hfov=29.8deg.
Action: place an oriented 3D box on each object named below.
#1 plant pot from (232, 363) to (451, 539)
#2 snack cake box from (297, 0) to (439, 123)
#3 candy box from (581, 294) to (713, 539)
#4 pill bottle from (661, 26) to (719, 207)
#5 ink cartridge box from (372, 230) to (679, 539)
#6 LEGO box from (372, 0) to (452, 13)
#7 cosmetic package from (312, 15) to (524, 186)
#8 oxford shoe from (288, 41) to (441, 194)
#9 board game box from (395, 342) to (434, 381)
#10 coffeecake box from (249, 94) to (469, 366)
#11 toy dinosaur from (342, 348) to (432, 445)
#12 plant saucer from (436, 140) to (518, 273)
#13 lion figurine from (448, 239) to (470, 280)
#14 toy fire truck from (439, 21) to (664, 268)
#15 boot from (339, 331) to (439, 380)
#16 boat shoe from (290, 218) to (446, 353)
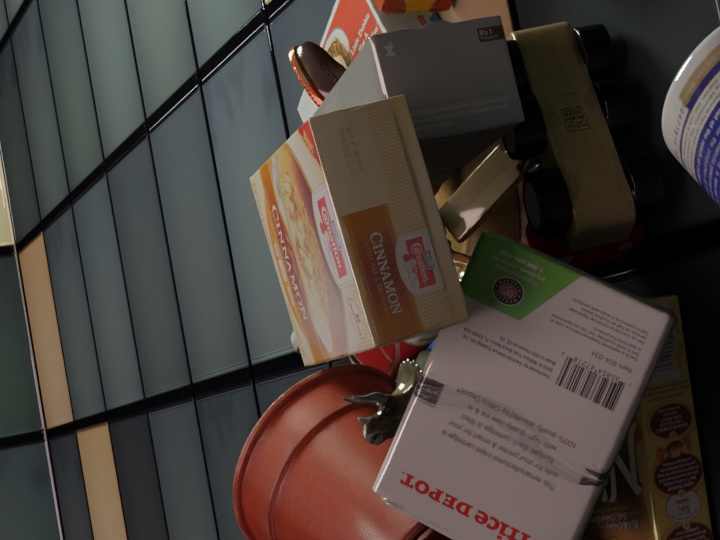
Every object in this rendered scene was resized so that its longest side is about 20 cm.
[{"bbox_3d":[0.020,0.216,1.191,0.195,0.199,0.204,34,127,48],"label":"plant pot"},{"bbox_3d":[0.009,-0.187,1.324,0.116,0.066,0.201,67,150,30],"label":"snack cake box"},{"bbox_3d":[0.203,0.124,1.036,0.115,0.055,0.203,171,92,-66],"label":"candy box"},{"bbox_3d":[0.274,-0.051,0.777,0.201,0.118,0.121,59,145,39],"label":"pill bottle"},{"bbox_3d":[0.117,0.094,0.952,0.144,0.084,0.202,25,96,14],"label":"ink cartridge box"},{"bbox_3d":[0.046,-0.354,1.194,0.150,0.076,0.201,61,147,36],"label":"LEGO box"},{"bbox_3d":[0.038,-0.118,1.035,0.200,0.105,0.092,152,106,-75],"label":"cosmetic package"},{"bbox_3d":[0.015,-0.152,1.223,0.200,0.071,0.073,44,108,19],"label":"oxford shoe"},{"bbox_3d":[0.083,0.173,1.301,0.200,0.044,0.154,49,138,47],"label":"board game box"},{"bbox_3d":[-0.007,-0.020,0.961,0.200,0.072,0.156,154,100,-73],"label":"coffeecake box"},{"bbox_3d":[0.074,0.102,1.144,0.077,0.200,0.103,-34,90,29],"label":"toy dinosaur"},{"bbox_3d":[0.078,-0.056,1.259,0.200,0.035,0.203,29,123,58],"label":"plant saucer"},{"bbox_3d":[0.114,0.046,1.157,0.122,0.073,0.200,30,167,30],"label":"lion figurine"},{"bbox_3d":[0.138,-0.068,1.071,0.201,0.127,0.178,91,165,-64],"label":"toy fire truck"},{"bbox_3d":[-0.004,0.015,1.313,0.145,0.072,0.202,-53,54,48],"label":"boot"},{"bbox_3d":[0.000,0.000,1.204,0.200,0.068,0.057,-44,65,33],"label":"boat shoe"}]
